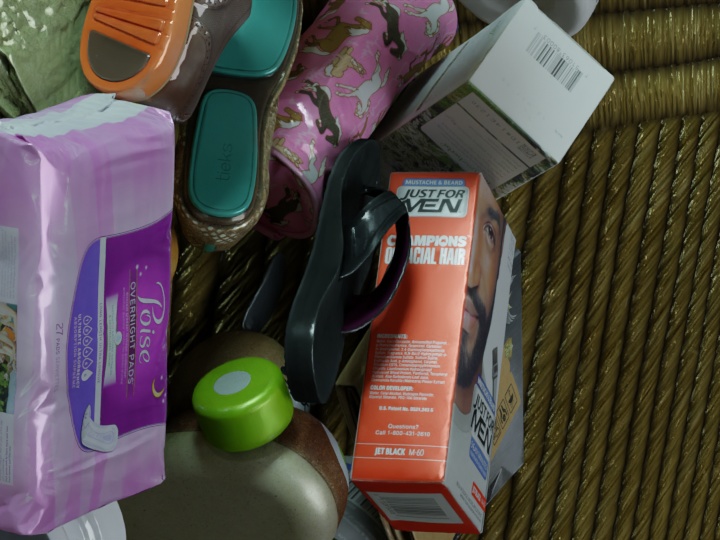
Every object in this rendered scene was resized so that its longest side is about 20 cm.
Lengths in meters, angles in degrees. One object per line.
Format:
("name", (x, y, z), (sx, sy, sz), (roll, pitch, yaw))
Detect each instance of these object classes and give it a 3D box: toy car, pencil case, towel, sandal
("toy car", (-0.061, 0.088, 1.384), (0.200, 0.157, 0.165), (-60, 140, -48))
("pencil case", (-0.015, -0.111, 1.426), (0.087, 0.083, 0.200), (53, 53, -24))
("towel", (-0.141, -0.145, 1.198), (0.200, 0.036, 0.149), (-58, 134, -32))
("sandal", (0.000, 0.001, 1.323), (0.201, 0.048, 0.075), (-75, 161, -45))

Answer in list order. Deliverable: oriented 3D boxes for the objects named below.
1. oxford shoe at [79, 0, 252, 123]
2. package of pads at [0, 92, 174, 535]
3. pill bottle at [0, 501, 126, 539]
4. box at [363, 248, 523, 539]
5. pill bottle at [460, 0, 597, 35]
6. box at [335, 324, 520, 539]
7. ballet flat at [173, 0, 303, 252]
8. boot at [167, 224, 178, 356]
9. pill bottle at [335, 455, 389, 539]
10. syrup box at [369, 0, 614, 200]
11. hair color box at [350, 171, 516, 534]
("oxford shoe", (-0.086, -0.174, 1.192), (0.073, 0.071, 0.201), (36, 72, -57))
("package of pads", (-0.149, 0.018, 1.115), (0.120, 0.075, 0.201), (-19, 115, -56))
("pill bottle", (-0.216, 0.166, 1.152), (0.200, 0.116, 0.116), (-33, 131, -53))
("box", (0.066, 0.100, 1.708), (0.158, 0.048, 0.201), (-40, 137, -47))
("pill bottle", (0.146, -0.270, 1.592), (0.200, 0.113, 0.114), (-61, 149, -25))
("box", (0.048, 0.082, 1.518), (0.200, 0.021, 0.164), (-57, 135, -49))
("ballet flat", (-0.078, -0.099, 1.327), (0.065, 0.070, 0.201), (113, -10, -60))
("boot", (-0.166, 0.006, 1.230), (0.201, 0.071, 0.145), (-35, 127, -55))
("pill bottle", (-0.046, 0.218, 1.489), (0.200, 0.113, 0.114), (-41, 137, -46))
("syrup box", (0.066, -0.090, 1.461), (0.079, 0.200, 0.082), (41, 61, -11))
("hair color box", (0.048, 0.051, 1.408), (0.111, 0.064, 0.201), (54, 39, -63))
